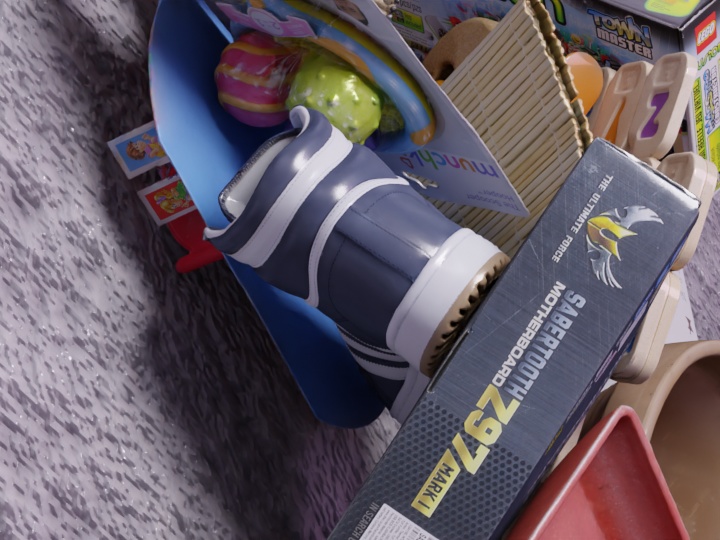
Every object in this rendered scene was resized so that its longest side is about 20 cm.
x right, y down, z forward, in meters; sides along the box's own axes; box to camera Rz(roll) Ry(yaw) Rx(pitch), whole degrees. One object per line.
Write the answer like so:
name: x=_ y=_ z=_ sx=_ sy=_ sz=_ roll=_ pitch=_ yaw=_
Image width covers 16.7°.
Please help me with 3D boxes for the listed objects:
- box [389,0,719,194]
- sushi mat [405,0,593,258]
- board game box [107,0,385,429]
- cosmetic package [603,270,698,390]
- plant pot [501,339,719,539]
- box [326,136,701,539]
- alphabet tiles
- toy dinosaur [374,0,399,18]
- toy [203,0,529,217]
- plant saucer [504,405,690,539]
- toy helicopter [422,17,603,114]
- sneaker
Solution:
box: x=0.091 y=-0.114 z=1.198 sx=0.035 sy=0.200 sz=0.110 roll=-40 pitch=138 yaw=-28
sushi mat: x=0.043 y=-0.031 z=1.064 sx=0.012 sy=0.200 sz=0.096 roll=-6 pitch=69 yaw=-29
board game box: x=-0.048 y=-0.025 z=1.031 sx=0.200 sy=0.039 sz=0.158 roll=62 pitch=22 yaw=-20
cosmetic package: x=0.128 y=0.059 z=1.275 sx=0.113 sy=0.081 sz=0.201 roll=33 pitch=40 yaw=-54
plant pot: x=0.126 y=0.134 z=1.106 sx=0.201 sy=0.092 sz=0.202 roll=13 pitch=74 yaw=-56
box: x=0.046 y=0.063 z=0.910 sx=0.051 sy=0.200 sz=0.158 roll=33 pitch=-15 yaw=6
alphabet tiles: x=0.097 y=-0.001 z=1.100 sx=0.015 sy=0.200 sz=0.196 roll=21 pitch=83 yaw=-18
toy dinosaur: x=-0.037 y=-0.124 z=1.022 sx=0.101 sy=0.058 sz=0.200 roll=30 pitch=1 yaw=1
toy: x=-0.027 y=-0.079 z=0.974 sx=0.047 sy=0.115 sz=0.200 roll=-52 pitch=132 yaw=-19
plant saucer: x=0.076 y=0.186 z=0.907 sx=0.200 sy=0.037 sz=0.200 roll=-50 pitch=125 yaw=-39
toy helicopter: x=0.053 y=-0.025 z=1.145 sx=0.079 sy=0.132 sz=0.201 roll=17 pitch=66 yaw=-31
sneaker: x=0.000 y=0.000 z=0.967 sx=0.108 sy=0.070 sz=0.200 roll=34 pitch=-10 yaw=7
